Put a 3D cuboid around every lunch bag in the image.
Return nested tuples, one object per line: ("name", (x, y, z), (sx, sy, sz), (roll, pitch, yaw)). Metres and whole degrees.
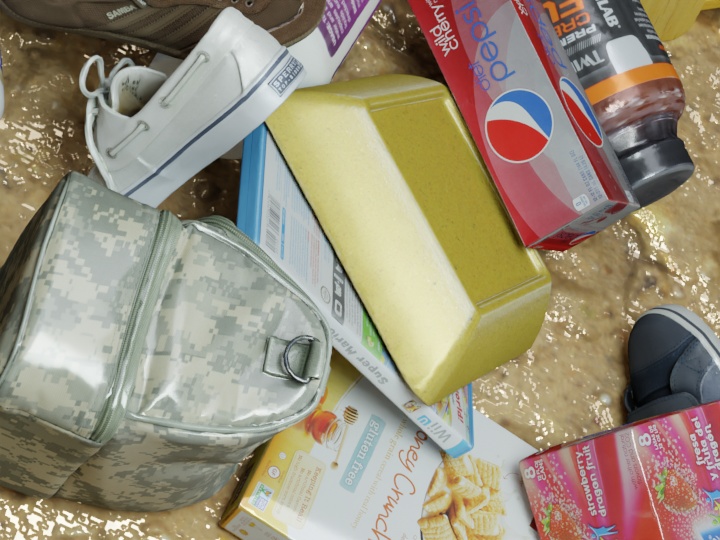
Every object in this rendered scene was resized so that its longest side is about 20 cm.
("lunch bag", (-0.117, 0.053, 1.151), (0.167, 0.200, 0.140), (22, 65, -13))

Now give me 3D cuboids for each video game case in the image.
("video game case", (0.000, 0.000, 1.255), (0.200, 0.018, 0.144), (44, 29, -31))

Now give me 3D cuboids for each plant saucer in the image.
("plant saucer", (0.042, -0.034, 1.291), (0.201, 0.048, 0.200), (62, 24, 3))

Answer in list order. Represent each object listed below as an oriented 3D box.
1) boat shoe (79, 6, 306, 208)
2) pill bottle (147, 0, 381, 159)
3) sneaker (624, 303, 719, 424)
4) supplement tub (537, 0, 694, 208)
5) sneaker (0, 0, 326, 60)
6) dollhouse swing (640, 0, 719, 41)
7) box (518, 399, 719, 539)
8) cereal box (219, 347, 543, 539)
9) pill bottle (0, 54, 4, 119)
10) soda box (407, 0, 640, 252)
("boat shoe", (-0.122, -0.087, 1.211), (0.086, 0.202, 0.075), (46, 46, -11))
("pill bottle", (-0.053, -0.167, 1.344), (0.112, 0.112, 0.201), (35, 55, -6))
("sneaker", (0.206, 0.118, 1.347), (0.079, 0.078, 0.201), (-12, 73, -36))
("supplement tub", (0.146, -0.138, 1.431), (0.106, 0.107, 0.201), (-17, 73, -32))
("sneaker", (-0.105, -0.161, 1.214), (0.199, 0.075, 0.071), (0, 77, -21))
("dollhouse swing", (0.227, -0.287, 1.518), (0.175, 0.182, 0.201), (-15, 71, -13))
("box", (0.180, 0.187, 1.257), (0.095, 0.099, 0.201), (-11, 82, -41))
("cereal box", (0.033, 0.139, 1.274), (0.199, 0.040, 0.144), (32, 55, -8))
("pill bottle", (-0.268, -0.174, 1.237), (0.119, 0.120, 0.201), (3, 63, -25))
("soda box", (0.098, -0.114, 1.355), (0.070, 0.063, 0.201), (6, 57, -64))
